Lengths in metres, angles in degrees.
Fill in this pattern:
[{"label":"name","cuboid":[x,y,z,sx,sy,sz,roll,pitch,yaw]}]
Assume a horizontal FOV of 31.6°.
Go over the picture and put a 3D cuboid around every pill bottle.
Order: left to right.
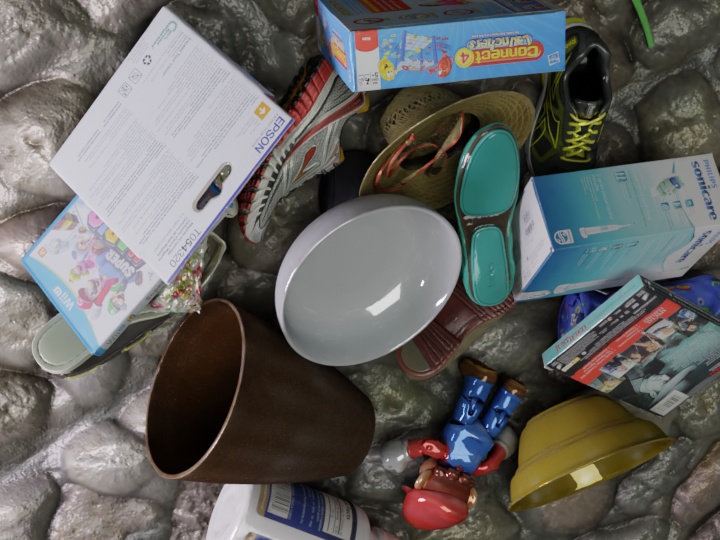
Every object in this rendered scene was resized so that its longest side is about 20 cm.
[{"label":"pill bottle","cuboid":[-0.059,0.298,1.408,0.200,0.111,0.111,25,103,-18]}]

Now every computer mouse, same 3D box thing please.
[{"label":"computer mouse","cuboid":[0.021,-0.024,1.344,0.140,0.046,0.200,3,108,-11]}]

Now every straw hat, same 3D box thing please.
[{"label":"straw hat","cuboid":[0.069,-0.145,1.285,0.201,0.085,0.201,-25,154,-13]}]

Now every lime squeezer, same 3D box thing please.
[{"label":"lime squeezer","cuboid":[0.242,-0.301,1.295,0.200,0.038,0.071,27,102,-19]}]

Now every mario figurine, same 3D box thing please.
[{"label":"mario figurine","cuboid":[0.102,0.197,1.438,0.123,0.106,0.200,28,92,18]}]

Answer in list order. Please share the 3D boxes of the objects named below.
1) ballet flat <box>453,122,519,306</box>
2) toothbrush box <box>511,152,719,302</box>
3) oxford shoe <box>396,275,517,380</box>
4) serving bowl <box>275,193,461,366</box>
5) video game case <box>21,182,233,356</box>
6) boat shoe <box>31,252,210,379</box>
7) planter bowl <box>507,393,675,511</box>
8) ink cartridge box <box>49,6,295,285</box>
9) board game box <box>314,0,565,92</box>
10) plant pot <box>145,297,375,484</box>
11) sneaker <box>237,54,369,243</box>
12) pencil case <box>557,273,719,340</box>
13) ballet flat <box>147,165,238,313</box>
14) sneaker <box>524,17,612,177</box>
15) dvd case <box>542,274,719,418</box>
[{"label":"ballet flat","cuboid":[0.123,-0.062,1.299,0.067,0.070,0.200,-6,116,-9]},{"label":"toothbrush box","cuboid":[0.259,-0.042,1.316,0.200,0.146,0.085,-8,69,-11]},{"label":"oxford shoe","cuboid":[0.114,0.042,1.385,0.200,0.075,0.070,-40,77,-10]},{"label":"serving bowl","cuboid":[0.000,0.000,1.279,0.200,0.066,0.200,-17,134,-19]},{"label":"video game case","cuboid":[-0.232,-0.036,1.251,0.200,0.143,0.018,-48,153,8]},{"label":"boat shoe","cuboid":[-0.242,0.041,1.307,0.201,0.061,0.072,-33,76,-14]},{"label":"planter bowl","cuboid":[0.242,0.192,1.422,0.200,0.200,0.083,-20,71,-4]},{"label":"ink cartridge box","cuboid":[-0.175,-0.117,1.209,0.196,0.200,0.043,-51,155,9]},{"label":"board game box","cuboid":[0.068,-0.226,1.200,0.196,0.200,0.056,-7,112,-8]},{"label":"plant pot","cuboid":[-0.091,0.148,1.327,0.200,0.187,0.187,22,104,-32]},{"label":"sneaker","cuboid":[-0.060,-0.111,1.280,0.082,0.078,0.200,28,102,-19]},{"label":"pencil case","cuboid":[0.316,0.050,1.413,0.200,0.078,0.087,-5,108,-10]},{"label":"ballet flat","cuboid":[-0.160,-0.048,1.274,0.064,0.076,0.200,22,86,-25]},{"label":"sneaker","cuboid":[0.217,-0.156,1.316,0.074,0.085,0.200,-5,110,-9]},{"label":"dvd case","cuboid":[0.314,0.087,1.375,0.200,0.022,0.146,24,125,-32]}]
